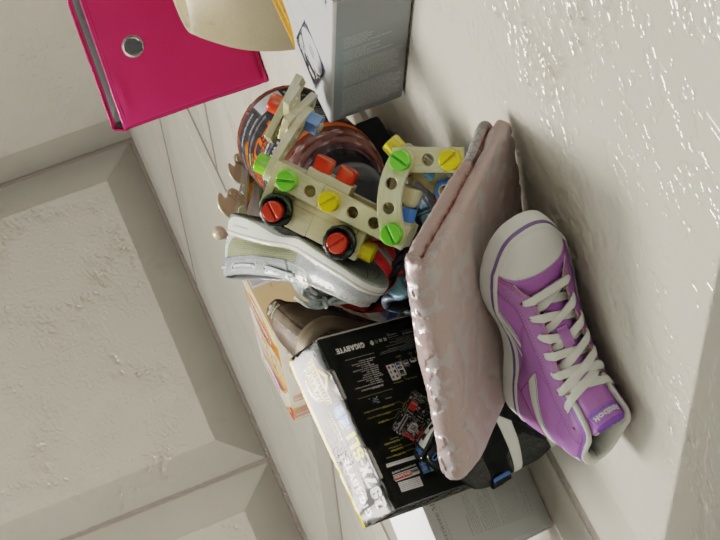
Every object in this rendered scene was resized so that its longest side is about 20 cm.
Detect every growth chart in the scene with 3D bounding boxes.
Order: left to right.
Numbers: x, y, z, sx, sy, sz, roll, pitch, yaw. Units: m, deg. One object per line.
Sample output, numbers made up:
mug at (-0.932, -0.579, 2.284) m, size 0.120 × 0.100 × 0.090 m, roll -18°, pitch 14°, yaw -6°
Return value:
growth chart at (-0.073, -0.079, 1.728) m, size 0.144 × 0.201 × 0.018 m, roll 35°, pitch 139°, yaw -21°

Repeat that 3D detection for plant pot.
plant pot at (-0.128, -0.309, 1.764) m, size 0.200 × 0.133 × 0.202 m, roll 159°, pitch 90°, yaw -79°

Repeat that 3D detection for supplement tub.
supplement tub at (-0.042, -0.099, 1.611) m, size 0.200 × 0.106 × 0.108 m, roll -133°, pitch 25°, yaw -61°

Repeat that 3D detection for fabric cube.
fabric cube at (-0.257, -0.306, 2.249) m, size 0.200 × 0.198 × 0.198 m, roll -157°, pitch 48°, yaw -76°

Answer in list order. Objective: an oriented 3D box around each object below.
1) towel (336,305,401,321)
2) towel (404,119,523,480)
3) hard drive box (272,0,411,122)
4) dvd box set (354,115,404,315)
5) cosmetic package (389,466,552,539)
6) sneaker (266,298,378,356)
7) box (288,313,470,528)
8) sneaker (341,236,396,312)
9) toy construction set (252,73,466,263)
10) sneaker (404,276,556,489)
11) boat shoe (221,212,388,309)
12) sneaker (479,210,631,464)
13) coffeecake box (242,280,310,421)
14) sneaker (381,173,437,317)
towel at (0.006, 0.076, 1.707) m, size 0.147 × 0.024 × 0.201 m, roll 41°, pitch -149°, yaw -17°
towel at (0.083, 0.019, 1.269) m, size 0.192 × 0.032 × 0.201 m, roll -60°, pitch -34°, yaw -46°
hard drive box at (-0.021, -0.251, 1.490) m, size 0.200 × 0.076 × 0.157 m, roll 94°, pitch 153°, yaw -65°
dvd box set at (0.039, -0.035, 1.699) m, size 0.201 × 0.029 × 0.147 m, roll 86°, pitch 159°, yaw -55°
cosmetic package at (0.075, 0.165, 1.567) m, size 0.052 × 0.150 × 0.201 m, roll -34°, pitch 72°, yaw 40°
sneaker at (-0.010, 0.061, 1.610) m, size 0.075 × 0.071 × 0.200 m, roll 39°, pitch -172°, yaw 33°
box at (0.050, 0.121, 1.497) m, size 0.049 × 0.199 × 0.161 m, roll -35°, pitch 74°, yaw 43°
sneaker at (0.000, 0.000, 1.614) m, size 0.199 × 0.085 × 0.077 m, roll 5°, pitch 128°, yaw 57°
toy construction set at (-0.014, -0.084, 1.457) m, size 0.199 × 0.132 × 0.092 m, roll 30°, pitch -166°, yaw 24°
sneaker at (0.073, 0.099, 1.407) m, size 0.201 × 0.112 × 0.073 m, roll 53°, pitch 172°, yaw -17°
boat shoe at (-0.053, 0.001, 1.522) m, size 0.201 × 0.074 × 0.065 m, roll 22°, pitch 98°, yaw 44°
sneaker at (0.151, 0.054, 1.234) m, size 0.114 × 0.072 × 0.202 m, roll 44°, pitch 158°, yaw 46°
coffeecake box at (-0.110, 0.099, 2.586) m, size 0.201 × 0.073 × 0.154 m, roll 80°, pitch 165°, yaw -44°
sneaker at (0.057, -0.004, 1.492) m, size 0.080 × 0.095 × 0.201 m, roll 91°, pitch 156°, yaw -61°
